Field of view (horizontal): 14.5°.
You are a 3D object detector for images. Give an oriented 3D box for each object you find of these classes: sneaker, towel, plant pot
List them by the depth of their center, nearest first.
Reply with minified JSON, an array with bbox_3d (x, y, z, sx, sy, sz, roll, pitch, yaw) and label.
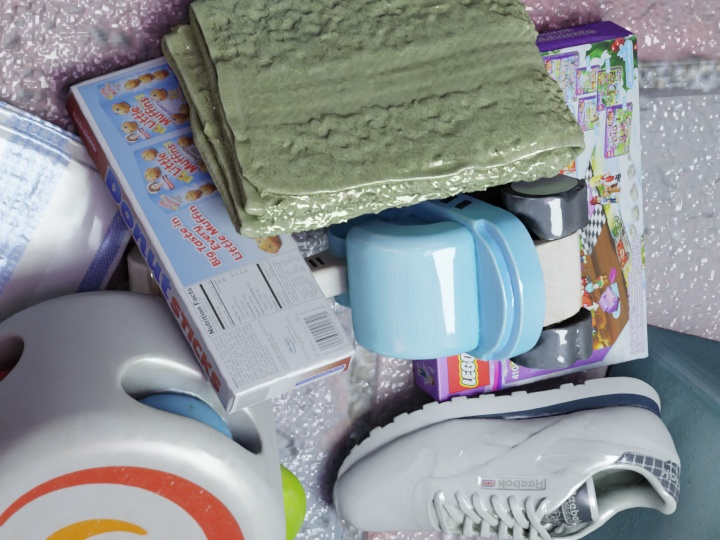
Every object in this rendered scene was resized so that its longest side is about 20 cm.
[{"bbox_3d":[-0.219,-0.026,1.494,0.200,0.024,0.147,24,96,-29],"label":"towel"},{"bbox_3d":[0.006,-0.094,1.497,0.200,0.149,0.037,-13,152,-13],"label":"towel"},{"bbox_3d":[0.083,0.121,1.621,0.199,0.081,0.076,-14,142,4],"label":"sneaker"},{"bbox_3d":[0.254,0.169,1.676,0.195,0.200,0.197,12,102,-28],"label":"plant pot"}]

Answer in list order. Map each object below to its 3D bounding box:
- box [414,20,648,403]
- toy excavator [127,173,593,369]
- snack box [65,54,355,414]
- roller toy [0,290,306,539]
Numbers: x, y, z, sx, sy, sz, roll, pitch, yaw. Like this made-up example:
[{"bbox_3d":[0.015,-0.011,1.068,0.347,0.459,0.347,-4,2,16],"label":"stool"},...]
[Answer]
[{"bbox_3d":[0.094,-0.034,1.625,0.137,0.039,0.201,-11,112,-20],"label":"box"},{"bbox_3d":[0.000,0.000,1.524,0.200,0.194,0.100,-17,115,-33],"label":"toy excavator"},{"bbox_3d":[-0.080,-0.023,1.475,0.072,0.200,0.024,-20,156,-22],"label":"snack box"},{"bbox_3d":[-0.134,0.117,1.485,0.199,0.140,0.183,-12,128,2],"label":"roller toy"}]
